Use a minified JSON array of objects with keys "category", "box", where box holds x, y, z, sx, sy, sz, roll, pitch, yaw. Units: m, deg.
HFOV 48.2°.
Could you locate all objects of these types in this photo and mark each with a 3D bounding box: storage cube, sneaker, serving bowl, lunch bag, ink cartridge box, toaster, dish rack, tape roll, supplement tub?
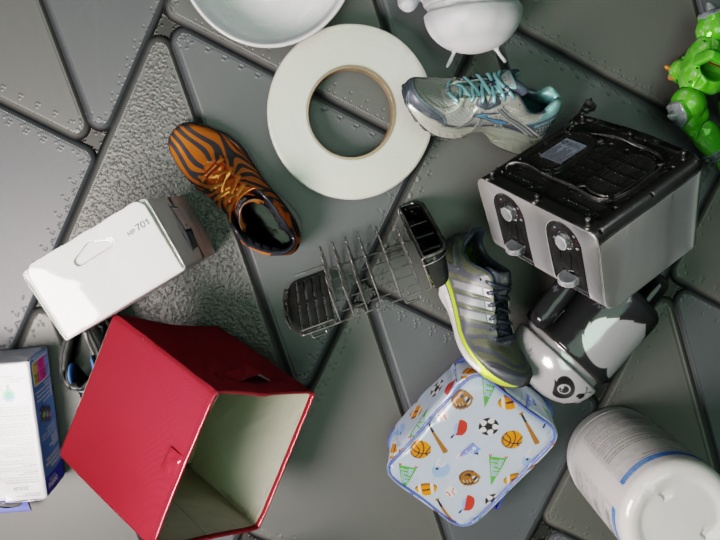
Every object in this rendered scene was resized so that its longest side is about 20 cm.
[{"category":"storage cube","box":[-0.192,0.172,0.890,0.179,0.170,0.202,29,99,33]},{"category":"sneaker","box":[-0.310,0.147,0.944,0.072,0.112,0.203,-11,99,-1]},{"category":"sneaker","box":[0.139,-0.197,0.904,0.197,0.086,0.079,5,58,-27]},{"category":"serving bowl","box":[-0.104,-0.351,0.907,0.197,0.066,0.204,0,98,-3]},{"category":"lunch bag","box":[0.134,0.211,0.979,0.159,0.076,0.201,36,111,-12]},{"category":"ink cartridge box","box":[-0.253,-0.011,0.879,0.145,0.200,0.087,-30,98,2]},{"category":"toaster","box":[0.256,-0.076,0.883,0.199,0.180,0.120,-33,131,-20]},{"category":"sneaker","box":[-0.141,-0.095,0.918,0.199,0.112,0.078,41,94,-8]},{"category":"dish rack","box":[0.000,0.000,0.925,0.197,0.154,0.055,-21,115,1]},{"category":"ink cartridge box","box":[-0.438,0.202,0.963,0.134,0.076,0.204,-4,97,-2]},{"category":"tape roll","box":[-0.011,-0.186,0.951,0.199,0.037,0.206,0,98,-2]},{"category":"sneaker","box":[0.144,0.040,0.927,0.081,0.073,0.202,-44,66,41]},{"category":"supplement tub","box":[0.334,0.252,0.949,0.130,0.200,0.134,0,99,-3]}]

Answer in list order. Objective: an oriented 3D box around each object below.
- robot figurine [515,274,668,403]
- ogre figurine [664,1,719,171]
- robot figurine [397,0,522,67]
[{"category":"robot figurine","box":[0.271,0.064,0.956,0.150,0.125,0.200,41,95,-1]},{"category":"ogre figurine","box":[0.428,-0.226,0.940,0.118,0.098,0.202,20,108,-17]},{"category":"robot figurine","box":[0.123,-0.333,0.898,0.167,0.113,0.203,-4,98,8]}]
